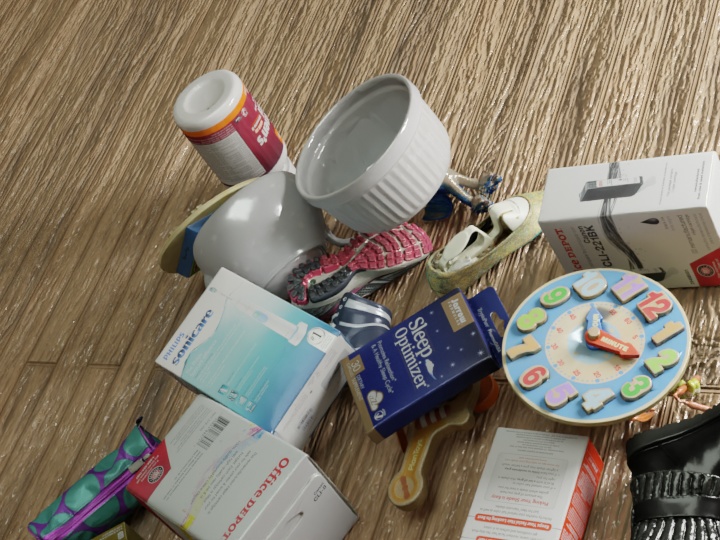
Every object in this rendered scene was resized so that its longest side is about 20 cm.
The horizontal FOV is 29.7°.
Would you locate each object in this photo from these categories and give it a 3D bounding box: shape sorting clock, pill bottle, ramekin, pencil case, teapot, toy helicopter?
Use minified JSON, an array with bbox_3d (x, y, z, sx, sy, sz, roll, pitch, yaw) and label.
[{"bbox_3d":[0.249,0.077,1.442,0.199,0.039,0.201,-8,47,9],"label":"shape sorting clock"},{"bbox_3d":[-0.173,-0.181,1.938,0.109,0.200,0.110,-18,45,19],"label":"pill bottle"},{"bbox_3d":[-0.194,-0.063,1.869,0.200,0.200,0.039,-40,78,-4],"label":"shape sorting clock"},{"bbox_3d":[0.023,-0.141,1.732,0.200,0.105,0.201,-33,34,27],"label":"ramekin"},{"bbox_3d":[-0.321,0.283,1.711,0.200,0.092,0.085,-43,86,-5],"label":"pencil case"},{"bbox_3d":[-0.112,-0.027,1.809,0.146,0.197,0.200,48,123,12],"label":"teapot"},{"bbox_3d":[0.069,0.181,1.561,0.132,0.079,0.201,0,56,35],"label":"toy helicopter"}]

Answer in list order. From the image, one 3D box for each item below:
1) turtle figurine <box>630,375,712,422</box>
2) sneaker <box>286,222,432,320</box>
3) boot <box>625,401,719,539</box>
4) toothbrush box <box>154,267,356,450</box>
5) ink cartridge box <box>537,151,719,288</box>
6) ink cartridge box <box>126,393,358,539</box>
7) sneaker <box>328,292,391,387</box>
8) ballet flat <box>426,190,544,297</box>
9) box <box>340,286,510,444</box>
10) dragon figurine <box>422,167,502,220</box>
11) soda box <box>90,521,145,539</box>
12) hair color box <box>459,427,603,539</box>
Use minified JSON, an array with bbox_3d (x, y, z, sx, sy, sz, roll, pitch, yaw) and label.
[{"bbox_3d":[0.305,0.106,1.481,0.199,0.065,0.162,5,51,20],"label":"turtle figurine"},{"bbox_3d":[0.000,0.000,1.770,0.199,0.075,0.081,-23,52,-5],"label":"sneaker"},{"bbox_3d":[0.358,0.217,1.334,0.211,0.079,0.158,-26,36,27],"label":"boot"},{"bbox_3d":[-0.124,0.108,1.638,0.199,0.085,0.147,26,75,30],"label":"toothbrush box"},{"bbox_3d":[0.320,-0.051,1.548,0.199,0.144,0.084,-4,52,31],"label":"ink cartridge box"},{"bbox_3d":[-0.135,0.266,1.564,0.200,0.145,0.145,23,67,44],"label":"ink cartridge box"},{"bbox_3d":[-0.050,0.091,1.717,0.199,0.070,0.109,-7,53,21],"label":"sneaker"},{"bbox_3d":[0.163,-0.045,1.702,0.200,0.071,0.071,-39,43,-3],"label":"ballet flat"},{"bbox_3d":[0.079,0.098,1.541,0.199,0.032,0.121,-32,42,9],"label":"box"},{"bbox_3d":[0.097,-0.105,1.802,0.200,0.099,0.059,-13,46,50],"label":"dragon figurine"},{"bbox_3d":[-0.350,0.391,1.655,0.199,0.064,0.068,-29,43,8],"label":"soda box"},{"bbox_3d":[0.173,0.270,1.424,0.110,0.064,0.201,3,54,33],"label":"hair color box"}]
